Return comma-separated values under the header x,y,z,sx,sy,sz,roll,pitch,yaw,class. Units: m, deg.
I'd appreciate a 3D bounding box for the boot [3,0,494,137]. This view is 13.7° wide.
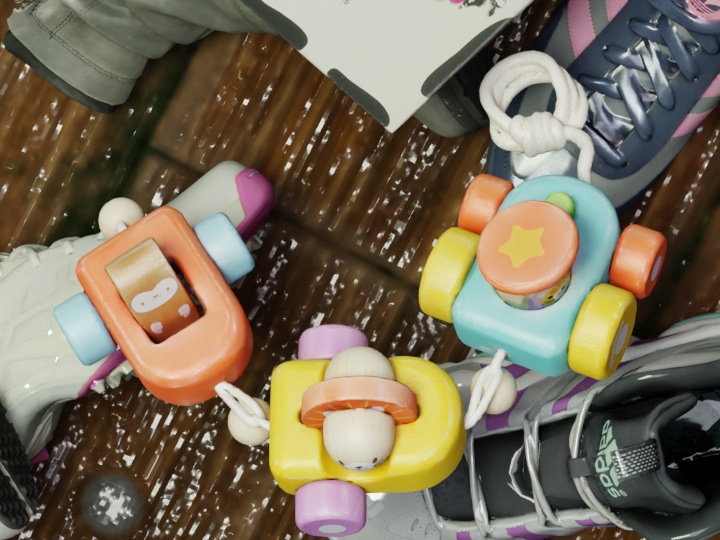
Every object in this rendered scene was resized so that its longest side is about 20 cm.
x,y,z,sx,sy,sz,roll,pitch,yaw,class
-0.054,-0.100,1.103,0.131,0.068,0.200,-39,106,24,boot

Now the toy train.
x,y,z,sx,sy,sz,roll,pitch,yaw,class
0.000,0.000,1.013,0.200,0.056,0.150,-27,66,-2,toy train

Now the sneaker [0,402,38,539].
x,y,z,sx,sy,sz,roll,pitch,yaw,class
-0.191,0.017,1.054,0.080,0.074,0.200,-29,77,14,sneaker

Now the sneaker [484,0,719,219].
x,y,z,sx,sy,sz,roll,pitch,yaw,class
0.112,-0.092,1.078,0.070,0.082,0.200,35,94,-1,sneaker

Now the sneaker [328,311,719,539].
x,y,z,sx,sy,sz,roll,pitch,yaw,class
0.077,0.064,1.054,0.200,0.140,0.078,-19,95,4,sneaker

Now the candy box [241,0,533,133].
x,y,z,sx,sy,sz,roll,pitch,yaw,class
-0.014,-0.162,0.984,0.200,0.061,0.136,42,110,-18,candy box

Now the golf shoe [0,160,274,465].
x,y,z,sx,sy,sz,roll,pitch,yaw,class
-0.122,0.017,1.101,0.200,0.075,0.092,-41,86,2,golf shoe
